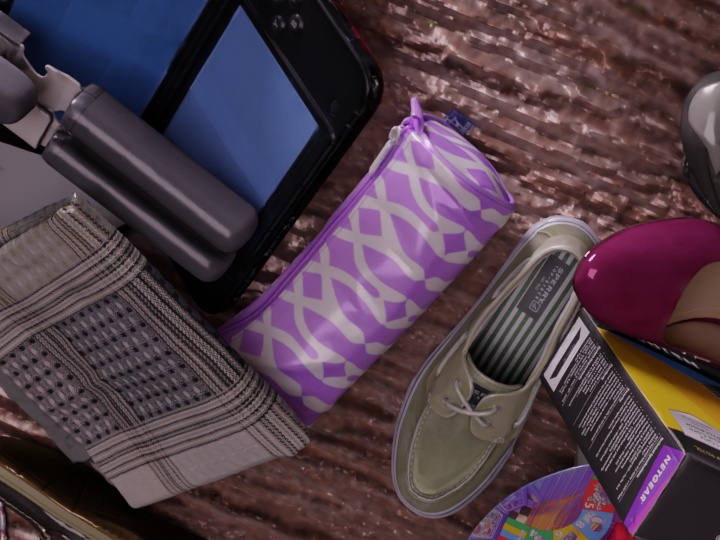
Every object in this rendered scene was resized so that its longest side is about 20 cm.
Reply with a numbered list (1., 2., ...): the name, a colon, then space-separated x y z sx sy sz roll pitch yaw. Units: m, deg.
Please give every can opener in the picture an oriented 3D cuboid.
1. can opener: -0.149 -0.061 0.746 0.199 0.067 0.053 38 130 -4

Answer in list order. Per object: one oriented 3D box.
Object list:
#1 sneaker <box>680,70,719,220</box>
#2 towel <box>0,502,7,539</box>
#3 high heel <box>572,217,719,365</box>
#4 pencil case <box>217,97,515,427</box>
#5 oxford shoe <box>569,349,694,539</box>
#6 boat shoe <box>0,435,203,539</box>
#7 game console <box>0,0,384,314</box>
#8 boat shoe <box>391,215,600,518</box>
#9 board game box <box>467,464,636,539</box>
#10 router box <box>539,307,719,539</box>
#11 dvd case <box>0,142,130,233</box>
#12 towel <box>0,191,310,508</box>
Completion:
1. sneaker: 0.188 -0.048 0.712 0.079 0.200 0.076 26 89 35
2. towel: -0.307 0.171 0.962 0.145 0.030 0.202 -2 99 16
3. high heel: 0.196 0.027 0.713 0.096 0.198 0.068 49 125 47
4. pencil case: 0.000 0.000 0.822 0.085 0.084 0.200 32 107 -28
5. oxford shoe: 0.151 0.096 0.817 0.074 0.058 0.202 -6 113 -12
6. boat shoe: -0.165 0.174 0.901 0.199 0.073 0.065 31 100 8
7. game console: -0.111 -0.089 0.765 0.173 0.118 0.200 57 133 21
8. boat shoe: 0.071 0.058 0.825 0.072 0.062 0.201 29 106 9
9. board game box: 0.150 0.201 0.807 0.157 0.039 0.201 -18 113 15
10. router box: 0.199 0.106 0.716 0.199 0.149 0.051 25 108 -20
11. dvd case: -0.212 -0.103 0.898 0.142 0.018 0.201 -26 91 18
12. towel: -0.151 0.055 0.824 0.199 0.035 0.193 -21 119 47
